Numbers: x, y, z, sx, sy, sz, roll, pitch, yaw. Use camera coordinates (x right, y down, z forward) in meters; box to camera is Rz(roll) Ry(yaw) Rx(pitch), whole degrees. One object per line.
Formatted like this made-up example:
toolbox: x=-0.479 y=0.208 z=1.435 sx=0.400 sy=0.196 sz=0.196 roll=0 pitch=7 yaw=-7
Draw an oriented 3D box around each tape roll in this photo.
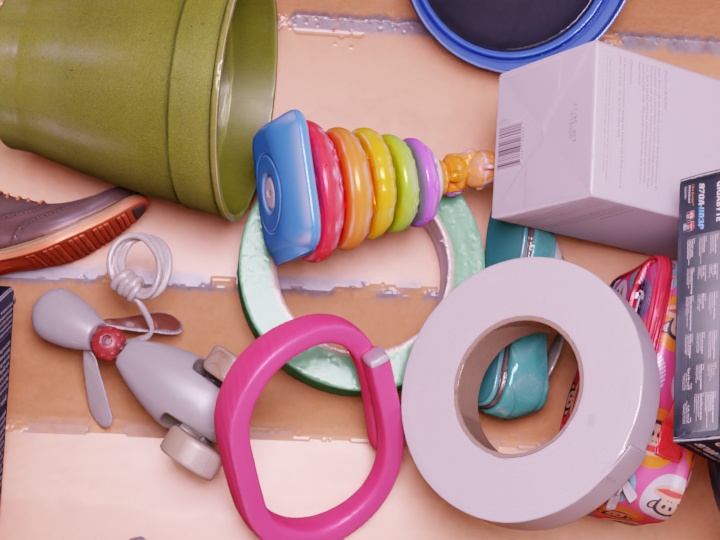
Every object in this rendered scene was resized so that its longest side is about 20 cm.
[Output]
tape roll: x=0.124 y=0.090 z=1.134 sx=0.202 sy=0.037 sz=0.204 roll=-12 pitch=66 yaw=29
tape roll: x=0.000 y=0.000 z=1.239 sx=0.199 sy=0.048 sz=0.202 roll=1 pitch=79 yaw=-6

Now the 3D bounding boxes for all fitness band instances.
fitness band: x=-0.037 y=0.126 z=1.159 sx=0.143 sy=0.037 sz=0.201 roll=-26 pitch=127 yaw=-21

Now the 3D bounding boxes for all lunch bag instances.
lunch bag: x=0.221 y=0.094 z=1.177 sx=0.081 sy=0.176 sz=0.201 roll=18 pitch=76 yaw=-7

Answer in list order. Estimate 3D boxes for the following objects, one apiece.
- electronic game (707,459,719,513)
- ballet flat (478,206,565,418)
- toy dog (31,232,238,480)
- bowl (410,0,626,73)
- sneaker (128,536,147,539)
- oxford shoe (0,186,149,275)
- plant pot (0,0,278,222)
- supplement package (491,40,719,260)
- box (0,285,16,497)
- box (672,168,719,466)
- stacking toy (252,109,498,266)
electronic game: x=0.322 y=0.132 z=1.192 sx=0.041 sy=0.199 sz=0.202 roll=-5 pitch=76 yaw=37
ballet flat: x=0.135 y=0.023 z=1.247 sx=0.070 sy=0.067 sz=0.202 roll=14 pitch=78 yaw=-27
toy dog: x=-0.157 y=0.080 z=1.201 sx=0.132 sy=0.096 sz=0.200 roll=-37 pitch=72 yaw=-3
bowl: x=0.130 y=-0.265 z=1.269 sx=0.199 sy=0.039 sz=0.202 roll=-2 pitch=104 yaw=-8
sneaker: x=-0.204 y=0.302 z=1.157 sx=0.112 sy=0.078 sz=0.200 roll=44 pitch=89 yaw=-1
oxford shoe: x=-0.267 y=-0.037 z=1.210 sx=0.199 sy=0.071 sz=0.073 roll=-20 pitch=78 yaw=-8
plant pot: x=-0.178 y=-0.148 z=1.190 sx=0.191 sy=0.200 sz=0.202 roll=7 pitch=79 yaw=8
supplement package: x=0.217 y=-0.088 z=1.202 sx=0.199 sy=0.119 sz=0.122 roll=12 pitch=76 yaw=-32
box: x=-0.341 y=0.110 z=1.131 sx=0.147 sy=0.104 sz=0.202 roll=6 pitch=97 yaw=-5
box: x=0.286 y=0.048 z=1.107 sx=0.159 sy=0.046 sz=0.201 roll=28 pitch=60 yaw=-42
stacking toy: x=0.022 y=-0.068 z=1.190 sx=0.199 sy=0.116 sz=0.111 roll=-7 pitch=85 yaw=-21
